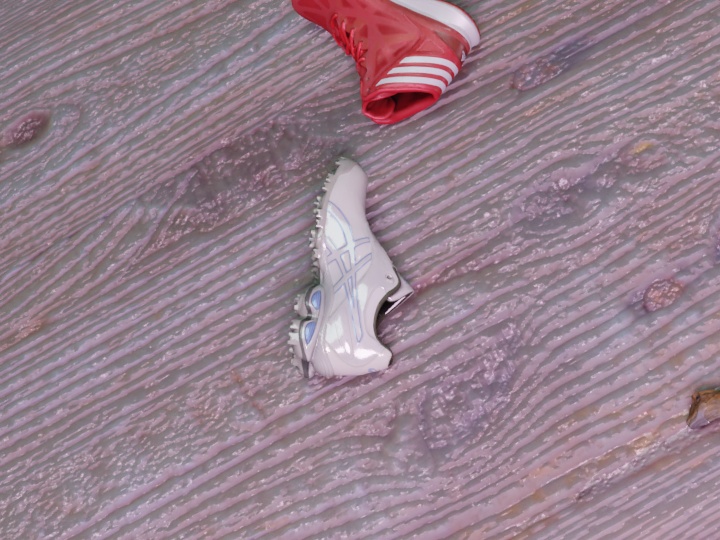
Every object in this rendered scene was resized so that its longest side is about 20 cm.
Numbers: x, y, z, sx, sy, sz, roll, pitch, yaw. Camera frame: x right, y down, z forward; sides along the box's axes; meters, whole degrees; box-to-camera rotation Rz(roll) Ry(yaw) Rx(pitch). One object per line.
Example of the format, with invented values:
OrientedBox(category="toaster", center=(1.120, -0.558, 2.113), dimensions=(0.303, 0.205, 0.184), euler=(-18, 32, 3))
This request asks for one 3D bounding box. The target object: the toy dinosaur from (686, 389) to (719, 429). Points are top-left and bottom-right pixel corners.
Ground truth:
OrientedBox(category="toy dinosaur", center=(0.327, 0.114, 1.221), dimensions=(0.199, 0.060, 0.107), euler=(2, 60, 24))

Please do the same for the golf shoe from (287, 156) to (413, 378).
OrientedBox(category="golf shoe", center=(0.000, 0.000, 1.442), dimensions=(0.097, 0.078, 0.201), euler=(6, 67, 7))

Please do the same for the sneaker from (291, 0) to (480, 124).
OrientedBox(category="sneaker", center=(0.000, -0.205, 1.554), dimensions=(0.199, 0.078, 0.116), euler=(17, 67, 32))
